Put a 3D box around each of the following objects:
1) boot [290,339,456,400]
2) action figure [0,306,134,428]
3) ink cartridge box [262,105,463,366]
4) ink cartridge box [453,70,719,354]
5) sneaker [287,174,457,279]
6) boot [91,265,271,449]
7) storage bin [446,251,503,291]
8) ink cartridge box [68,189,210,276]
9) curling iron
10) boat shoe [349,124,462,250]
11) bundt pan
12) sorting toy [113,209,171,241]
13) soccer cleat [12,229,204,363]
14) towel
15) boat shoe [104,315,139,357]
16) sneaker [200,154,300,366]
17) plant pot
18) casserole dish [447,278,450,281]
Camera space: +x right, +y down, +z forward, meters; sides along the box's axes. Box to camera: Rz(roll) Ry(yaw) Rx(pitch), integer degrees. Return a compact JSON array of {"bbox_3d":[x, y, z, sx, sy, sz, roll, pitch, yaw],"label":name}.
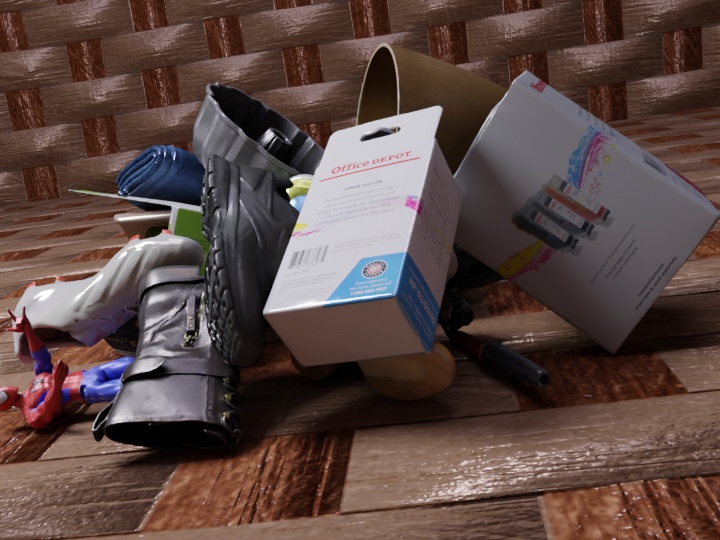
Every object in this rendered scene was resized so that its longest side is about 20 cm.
[{"bbox_3d":[0.038,0.037,0.718,0.199,0.072,0.144,-5,30,51],"label":"boot"},{"bbox_3d":[-0.227,0.078,0.713,0.196,0.100,0.066,-12,39,-2],"label":"action figure"},{"bbox_3d":[0.012,-0.030,0.657,0.113,0.068,0.202,-9,46,29],"label":"ink cartridge box"},{"bbox_3d":[0.182,-0.060,0.739,0.199,0.146,0.145,35,21,5],"label":"ink cartridge box"},{"bbox_3d":[-0.005,-0.013,0.846,0.197,0.106,0.076,24,-25,6],"label":"sneaker"},{"bbox_3d":[-0.105,0.070,0.676,0.196,0.070,0.176,-6,41,-2],"label":"boot"},{"bbox_3d":[0.110,-0.047,1.056,0.133,0.096,0.199,-13,13,-22],"label":"storage bin"},{"bbox_3d":[-0.203,-0.035,0.889,0.196,0.077,0.148,8,4,-12],"label":"ink cartridge box"},{"bbox_3d":[0.105,0.061,0.705,0.025,0.050,0.200,-21,18,-9],"label":"curling iron"},{"bbox_3d":[0.064,-0.084,0.855,0.199,0.073,0.070,32,-9,-34],"label":"boat shoe"},{"bbox_3d":[-0.112,-0.126,0.969,0.076,0.200,0.202,-51,13,17],"label":"bundt pan"},{"bbox_3d":[-0.195,-0.021,1.066,0.181,0.037,0.201,-5,-28,6],"label":"sorting toy"},{"bbox_3d":[-0.229,0.028,0.762,0.197,0.070,0.079,-20,50,13],"label":"soccer cleat"},{"bbox_3d":[-0.188,-0.091,1.025,0.198,0.049,0.111,24,-36,-39],"label":"towel"},{"bbox_3d":[-0.195,0.045,0.826,0.197,0.072,0.091,-8,-32,28],"label":"boat shoe"},{"bbox_3d":[-0.081,-0.015,0.668,0.089,0.076,0.203,4,51,-16],"label":"sneaker"},{"bbox_3d":[0.109,-0.158,0.981,0.196,0.190,0.186,3,10,-14],"label":"plant pot"},{"bbox_3d":[0.000,0.000,0.898,0.196,0.039,0.122,4,44,-12],"label":"casserole dish"}]
